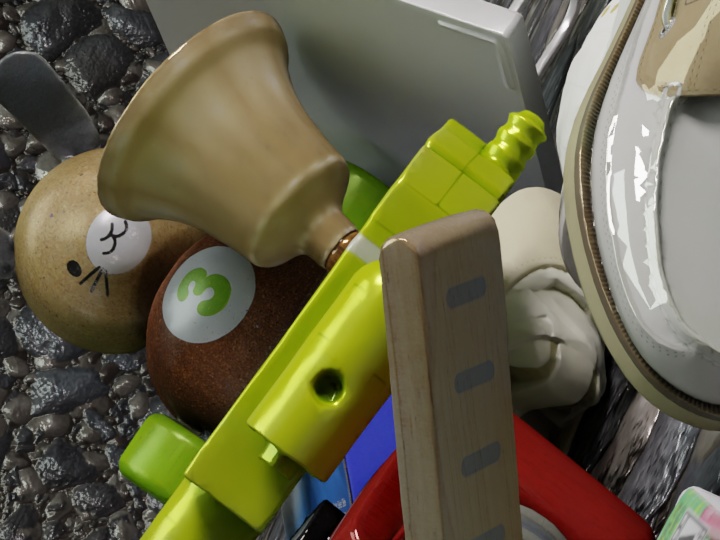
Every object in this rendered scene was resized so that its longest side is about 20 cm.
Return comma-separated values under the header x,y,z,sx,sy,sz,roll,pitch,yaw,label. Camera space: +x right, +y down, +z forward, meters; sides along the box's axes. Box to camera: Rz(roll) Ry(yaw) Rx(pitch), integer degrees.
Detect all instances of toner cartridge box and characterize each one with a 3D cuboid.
x,y,z,sx,sy,sz,roll,pitch,yaw,label
0.000,0.107,0.949,0.200,0.043,0.096,131,131,-76,toner cartridge box

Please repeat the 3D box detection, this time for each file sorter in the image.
x,y,z,sx,sy,sz,roll,pitch,yaw,label
0.020,-0.125,0.940,0.125,0.199,0.139,-54,-31,-23,file sorter

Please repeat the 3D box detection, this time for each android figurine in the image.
x,y,z,sx,sy,sz,roll,pitch,yaw,label
-0.005,0.028,0.733,0.200,0.041,0.182,-52,-2,-7,android figurine

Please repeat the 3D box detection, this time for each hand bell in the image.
x,y,z,sx,sy,sz,roll,pitch,yaw,label
0.000,0.000,0.861,0.104,0.200,0.104,-41,-20,-18,hand bell

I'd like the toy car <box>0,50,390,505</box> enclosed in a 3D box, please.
x,y,z,sx,sy,sz,roll,pitch,yaw,label
-0.102,-0.006,0.983,0.165,0.199,0.158,-56,2,-8,toy car

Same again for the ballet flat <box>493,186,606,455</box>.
x,y,z,sx,sy,sz,roll,pitch,yaw,label
0.054,0.059,0.782,0.069,0.069,0.201,127,164,-71,ballet flat

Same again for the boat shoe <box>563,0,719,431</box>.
x,y,z,sx,sy,sz,roll,pitch,yaw,label
0.107,-0.055,0.596,0.068,0.074,0.201,-45,29,52,boat shoe

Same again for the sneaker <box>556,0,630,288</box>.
x,y,z,sx,sy,sz,roll,pitch,yaw,label
0.115,-0.098,0.747,0.116,0.073,0.201,-86,19,-69,sneaker

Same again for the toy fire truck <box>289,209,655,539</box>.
x,y,z,sx,sy,sz,roll,pitch,yaw,label
0.020,0.078,0.564,0.200,0.128,0.176,-51,0,33,toy fire truck

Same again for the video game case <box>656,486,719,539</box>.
x,y,z,sx,sy,sz,roll,pitch,yaw,label
0.054,0.154,0.468,0.182,0.022,0.201,-123,57,-85,video game case
